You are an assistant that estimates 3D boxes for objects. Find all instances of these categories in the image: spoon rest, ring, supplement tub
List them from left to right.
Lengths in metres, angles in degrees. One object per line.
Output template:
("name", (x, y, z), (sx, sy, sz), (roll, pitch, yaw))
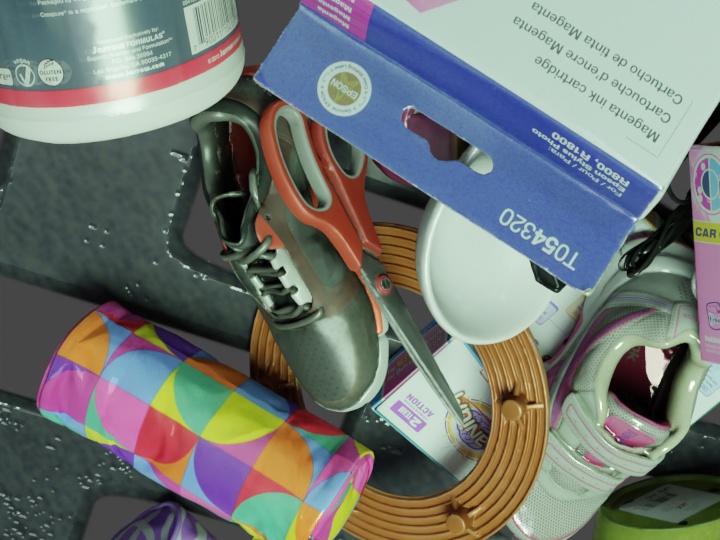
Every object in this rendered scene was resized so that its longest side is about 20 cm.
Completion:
("supplement tub", (-0.138, -0.177, 0.753), (0.139, 0.141, 0.202), (-7, 116, 3))
("ring", (0.016, 0.072, 0.888), (0.199, 0.019, 0.202), (9, 109, 28))
("spoon rest", (0.068, -0.061, 0.769), (0.099, 0.060, 0.202), (-10, 104, -34))

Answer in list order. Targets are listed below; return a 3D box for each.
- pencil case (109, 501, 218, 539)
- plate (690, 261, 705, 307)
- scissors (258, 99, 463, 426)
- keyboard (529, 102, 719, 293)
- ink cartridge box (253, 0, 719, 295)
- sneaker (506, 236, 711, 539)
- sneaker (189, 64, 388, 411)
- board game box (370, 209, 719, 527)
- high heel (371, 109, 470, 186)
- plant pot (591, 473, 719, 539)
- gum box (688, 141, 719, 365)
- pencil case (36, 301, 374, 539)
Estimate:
("pencil case", (-0.087, 0.241, 0.987), (0.084, 0.086, 0.200), (-33, 111, 25))
("plate", (0.291, 0.003, 0.867), (0.200, 0.032, 0.200), (-47, 111, -13))
("scissors", (0.000, 0.000, 0.826), (0.014, 0.073, 0.202), (-18, 92, 45))
("keyboard", (0.155, -0.063, 0.814), (0.200, 0.021, 0.128), (-43, 129, -24))
("ink cartridge box", (0.080, -0.124, 0.709), (0.195, 0.043, 0.201), (32, 87, 6))
("sneaker", (0.135, 0.082, 0.865), (0.081, 0.088, 0.201), (20, 114, -10))
("sneaker", (-0.050, -0.008, 0.843), (0.077, 0.082, 0.202), (-17, 98, 32))
("board game box", (0.127, 0.057, 0.925), (0.200, 0.040, 0.153), (-42, 109, 18))
("high heel", (0.040, -0.146, 0.831), (0.067, 0.096, 0.202), (-9, 104, -34))
("plant pot", (0.206, 0.238, 0.953), (0.185, 0.187, 0.202), (-10, 101, 4))
("gum box", (0.274, -0.019, 0.803), (0.198, 0.066, 0.115), (-9, 99, -24))
("pencil case", (-0.089, 0.098, 0.885), (0.199, 0.088, 0.089), (31, 114, 12))
